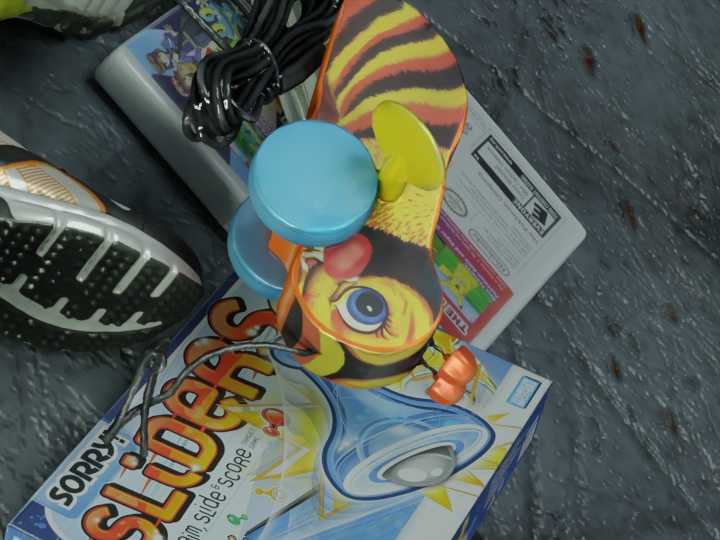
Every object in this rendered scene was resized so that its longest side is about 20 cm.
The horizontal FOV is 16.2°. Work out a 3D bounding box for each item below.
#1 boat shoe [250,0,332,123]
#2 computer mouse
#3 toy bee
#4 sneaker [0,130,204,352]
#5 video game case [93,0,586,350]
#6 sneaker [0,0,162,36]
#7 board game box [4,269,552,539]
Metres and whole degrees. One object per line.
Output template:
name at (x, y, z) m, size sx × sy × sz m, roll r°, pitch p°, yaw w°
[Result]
boat shoe at (-0.014, -0.112, 1.098) m, size 0.074 × 0.065 × 0.203 m, roll -1°, pitch 54°, yaw -23°
computer mouse at (-0.094, -0.141, 0.972) m, size 0.200 × 0.044 × 0.110 m, roll 43°, pitch 45°, yaw 4°
toy bee at (0.000, 0.000, 0.935) m, size 0.108 × 0.131 × 0.201 m, roll 27°, pitch 83°, yaw 0°
sneaker at (-0.142, -0.032, 0.926) m, size 0.199 × 0.074 × 0.080 m, roll 23°, pitch 44°, yaw -31°
video game case at (-0.003, -0.049, 1.118) m, size 0.200 × 0.023 × 0.182 m, roll 50°, pitch 38°, yaw -3°
sneaker at (-0.137, -0.146, 1.021) m, size 0.199 × 0.074 × 0.085 m, roll -10°, pitch 67°, yaw -48°
board game box at (-0.026, 0.077, 0.937) m, size 0.135 × 0.035 × 0.200 m, roll 24°, pitch 37°, yaw 11°
